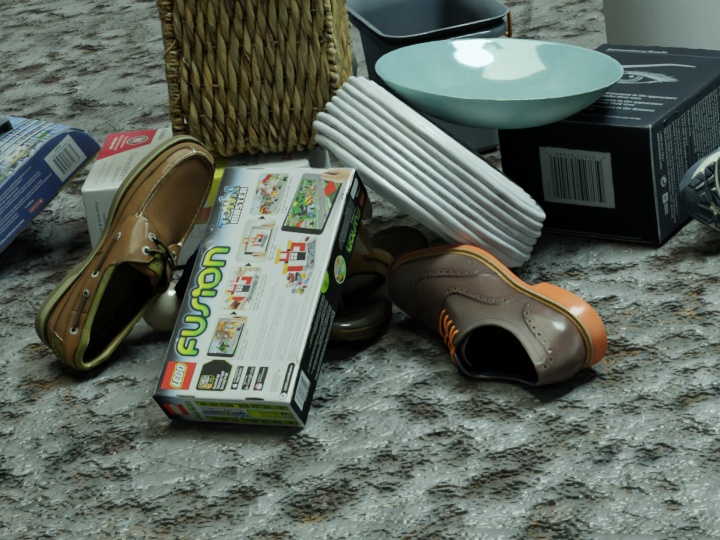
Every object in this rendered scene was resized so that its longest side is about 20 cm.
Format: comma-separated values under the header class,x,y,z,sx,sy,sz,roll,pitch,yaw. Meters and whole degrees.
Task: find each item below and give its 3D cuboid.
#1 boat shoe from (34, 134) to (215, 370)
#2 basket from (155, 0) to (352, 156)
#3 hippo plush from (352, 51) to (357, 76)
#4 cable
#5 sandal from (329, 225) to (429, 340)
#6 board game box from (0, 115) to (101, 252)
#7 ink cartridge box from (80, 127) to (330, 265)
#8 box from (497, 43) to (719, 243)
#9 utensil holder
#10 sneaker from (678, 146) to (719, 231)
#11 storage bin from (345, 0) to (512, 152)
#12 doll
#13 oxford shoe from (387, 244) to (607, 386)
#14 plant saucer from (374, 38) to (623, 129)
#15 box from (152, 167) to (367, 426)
class,x,y,z,sx,sy,sz,roll,pitch,yaw
boat shoe,-0.167,-0.009,1.503,0.200,0.072,0.068,-57,38,-1
basket,-0.086,-0.209,1.653,0.148,0.201,0.143,-3,24,6
hippo plush,-0.077,-0.217,1.943,0.199,0.160,0.161,-18,4,30
cable,0.056,-0.074,1.518,0.069,0.200,0.200,-54,25,5
sandal,0.000,0.000,1.531,0.081,0.055,0.200,3,26,26
board game box,-0.359,-0.071,1.750,0.200,0.062,0.200,-48,31,-19
ink cartridge box,-0.129,-0.071,1.710,0.199,0.084,0.145,-6,23,6
box,0.229,-0.112,1.652,0.148,0.105,0.200,8,27,35
utensil holder,0.311,-0.268,1.872,0.169,0.201,0.170,-7,23,3
sneaker,0.319,-0.074,1.592,0.199,0.078,0.086,-16,13,-38
storage bin,0.074,-0.194,1.867,0.145,0.135,0.200,-13,24,-12
doll,-0.087,-0.004,1.509,0.199,0.049,0.137,-23,39,20
oxford shoe,0.081,0.033,1.408,0.072,0.071,0.200,-31,31,-33
plant saucer,0.111,-0.147,1.573,0.200,0.039,0.201,-1,20,0
box,-0.070,0.015,1.414,0.110,0.035,0.201,2,58,23
